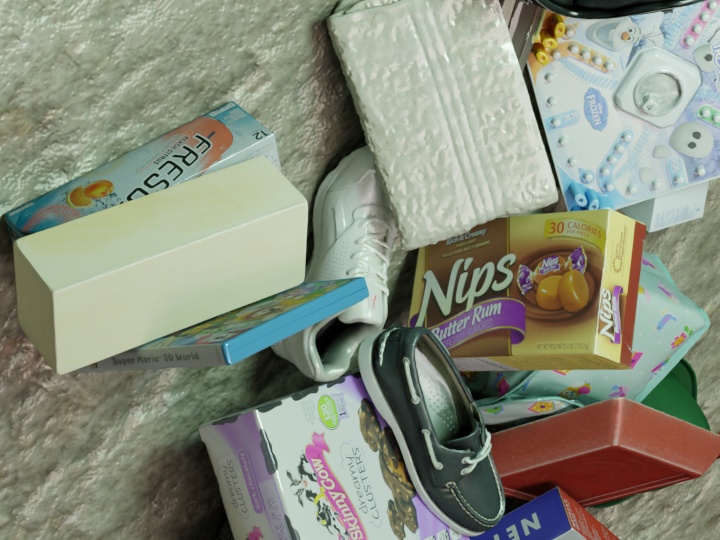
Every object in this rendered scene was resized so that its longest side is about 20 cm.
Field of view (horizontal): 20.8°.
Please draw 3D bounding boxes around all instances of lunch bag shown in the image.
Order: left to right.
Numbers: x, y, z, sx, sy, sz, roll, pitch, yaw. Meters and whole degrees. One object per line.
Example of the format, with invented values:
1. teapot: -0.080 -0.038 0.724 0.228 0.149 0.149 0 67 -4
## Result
1. lunch bag: 0.180 0.072 1.729 0.170 0.122 0.200 19 117 -46

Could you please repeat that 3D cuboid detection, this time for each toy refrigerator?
1. toy refrigerator: -0.138 -0.007 1.365 0.198 0.070 0.076 -21 136 -26

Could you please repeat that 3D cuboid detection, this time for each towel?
1. towel: 0.062 -0.125 1.490 0.131 0.035 0.202 -18 105 0

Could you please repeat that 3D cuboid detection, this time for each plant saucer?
1. plant saucer: 0.203 0.174 1.771 0.199 0.037 0.199 -21 153 33

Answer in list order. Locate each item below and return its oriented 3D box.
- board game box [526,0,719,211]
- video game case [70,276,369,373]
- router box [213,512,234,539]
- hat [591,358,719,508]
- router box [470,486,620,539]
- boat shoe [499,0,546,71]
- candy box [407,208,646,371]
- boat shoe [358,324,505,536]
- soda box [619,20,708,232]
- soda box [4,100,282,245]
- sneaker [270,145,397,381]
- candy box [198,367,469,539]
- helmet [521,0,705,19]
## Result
1. board game box: 0.247 -0.147 1.622 0.198 0.026 0.201 -17 121 4
2. video game case: -0.109 0.040 1.405 0.143 0.199 0.018 -26 104 -42
3. router box: -0.028 0.223 1.703 0.199 0.052 0.158 12 109 -43
4. hat: 0.315 0.184 1.865 0.164 0.176 0.202 2 116 -39
5. router box: 0.149 0.300 1.841 0.199 0.049 0.179 -31 139 15
6. boat shoe: 0.092 -0.147 1.549 0.059 0.072 0.202 8 108 -41
7. candy box: 0.129 0.018 1.571 0.056 0.199 0.118 20 74 -45
8. boat shoe: 0.069 0.131 1.578 0.201 0.060 0.076 55 48 -23
9. soda box: 0.266 -0.139 1.694 0.063 0.068 0.202 -14 126 -29
10. soda box: -0.152 -0.045 1.422 0.199 0.063 0.069 -29 132 -22
11. sneaker: 0.000 0.000 1.544 0.077 0.099 0.202 10 110 -32
12. candy box: -0.017 0.174 1.573 0.199 0.071 0.169 -17 89 -49
13. helmet: 0.175 -0.279 1.444 0.200 0.189 0.203 3 90 -73
